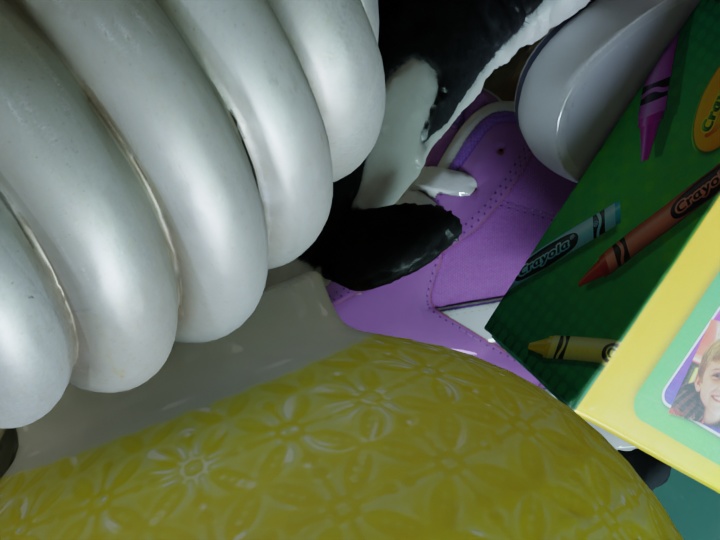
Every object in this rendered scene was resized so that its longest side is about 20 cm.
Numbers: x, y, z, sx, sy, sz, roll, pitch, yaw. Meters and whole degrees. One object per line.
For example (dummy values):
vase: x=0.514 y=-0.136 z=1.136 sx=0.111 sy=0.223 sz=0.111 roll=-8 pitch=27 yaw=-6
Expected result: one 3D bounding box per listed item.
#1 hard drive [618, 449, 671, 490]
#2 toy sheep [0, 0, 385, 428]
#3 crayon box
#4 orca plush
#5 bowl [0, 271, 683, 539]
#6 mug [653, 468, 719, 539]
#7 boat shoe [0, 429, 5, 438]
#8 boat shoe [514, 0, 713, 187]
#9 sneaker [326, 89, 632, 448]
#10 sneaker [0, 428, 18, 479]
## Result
hard drive: x=0.019 y=0.110 z=0.938 sx=0.139 sy=0.033 sz=0.200 roll=-39 pitch=175 yaw=22
toy sheep: x=-0.060 y=-0.043 z=0.617 sx=0.200 sy=0.138 sz=0.138 roll=-35 pitch=160 yaw=-17
crayon box: x=0.149 y=0.019 z=0.845 sx=0.200 sy=0.058 sz=0.119 roll=30 pitch=97 yaw=-31
orca plush: x=-0.007 y=-0.053 z=0.765 sx=0.199 sy=0.105 sz=0.071 roll=-31 pitch=128 yaw=-10
bowl: x=-0.028 y=0.064 z=0.688 sx=0.199 sy=0.108 sz=0.200 roll=-20 pitch=-179 yaw=0
mug: x=0.176 y=0.054 z=1.227 sx=0.184 sy=0.115 sz=0.152 roll=-20 pitch=153 yaw=-40
boat shoe: x=-0.148 y=0.073 z=0.756 sx=0.059 sy=0.072 sz=0.201 roll=24 pitch=108 yaw=-20
boat shoe: x=0.111 y=-0.087 z=0.877 sx=0.200 sy=0.070 sz=0.071 roll=-30 pitch=135 yaw=-29
sneaker: x=0.000 y=0.000 z=0.882 sx=0.199 sy=0.115 sz=0.073 roll=-4 pitch=-173 yaw=-15
sneaker: x=-0.092 y=0.097 z=0.814 sx=0.078 sy=0.201 sz=0.099 roll=4 pitch=-179 yaw=-27
